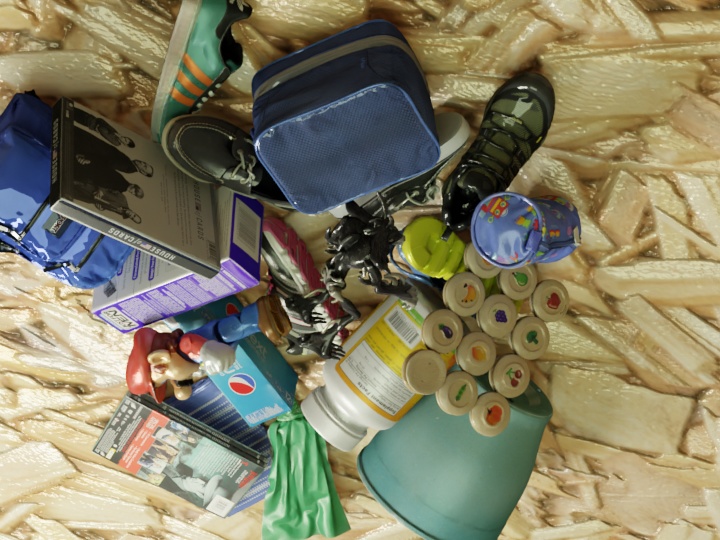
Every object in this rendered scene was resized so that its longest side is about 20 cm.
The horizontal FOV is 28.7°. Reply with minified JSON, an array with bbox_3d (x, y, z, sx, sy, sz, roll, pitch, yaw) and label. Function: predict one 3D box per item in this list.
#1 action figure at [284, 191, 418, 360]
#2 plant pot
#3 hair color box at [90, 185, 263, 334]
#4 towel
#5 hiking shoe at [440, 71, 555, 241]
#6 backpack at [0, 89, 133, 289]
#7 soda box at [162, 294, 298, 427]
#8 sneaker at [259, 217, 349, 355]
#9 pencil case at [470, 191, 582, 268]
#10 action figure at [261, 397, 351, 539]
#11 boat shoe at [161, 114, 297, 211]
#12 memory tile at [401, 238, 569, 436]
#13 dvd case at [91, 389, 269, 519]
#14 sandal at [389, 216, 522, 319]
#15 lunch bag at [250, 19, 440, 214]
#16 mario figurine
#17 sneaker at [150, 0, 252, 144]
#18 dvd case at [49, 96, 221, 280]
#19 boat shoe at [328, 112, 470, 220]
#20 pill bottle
[{"bbox_3d":[0.000,0.000,1.544,0.102,0.119,0.200,3,136,-42],"label":"action figure"},{"bbox_3d":[0.128,0.204,1.692,0.200,0.200,0.188,28,107,-13],"label":"plant pot"},{"bbox_3d":[-0.207,-0.013,1.598,0.200,0.110,0.065,-18,141,26],"label":"hair color box"},{"bbox_3d":[-0.184,0.230,1.840,0.145,0.024,0.200,-31,118,22],"label":"towel"},{"bbox_3d":[0.148,-0.117,1.509,0.076,0.101,0.200,25,123,-5],"label":"hiking shoe"},{"bbox_3d":[-0.332,-0.071,1.533,0.200,0.168,0.163,35,98,-17],"label":"backpack"},{"bbox_3d":[-0.158,0.093,1.709,0.064,0.068,0.200,-24,119,22],"label":"soda box"},{"bbox_3d":[-0.088,0.028,1.653,0.087,0.074,0.200,-21,125,12],"label":"sneaker"},{"bbox_3d":[0.182,-0.043,1.505,0.087,0.200,0.078,20,99,19],"label":"pencil case"},{"bbox_3d":[-0.080,0.250,1.809,0.118,0.055,0.200,-9,112,-10],"label":"action figure"},{"bbox_3d":[-0.121,-0.116,1.525,0.200,0.063,0.073,24,83,-37],"label":"boat shoe"},{"bbox_3d":[0.143,0.072,1.579,0.153,0.017,0.200,34,77,-21],"label":"memory tile"},{"bbox_3d":[-0.233,0.237,1.808,0.200,0.022,0.146,29,134,-7],"label":"dvd case"},{"bbox_3d":[0.107,-0.001,1.622,0.200,0.080,0.087,37,162,-29],"label":"sandal"},{"bbox_3d":[-0.024,-0.163,1.482,0.200,0.133,0.136,-19,133,15],"label":"lunch bag"},{"bbox_3d":[-0.172,0.102,1.603,0.200,0.106,0.123,-22,144,11],"label":"mario figurine"},{"bbox_3d":[-0.171,-0.210,1.501,0.080,0.071,0.200,16,128,-8],"label":"sneaker"},{"bbox_3d":[-0.236,-0.086,1.484,0.200,0.151,0.025,27,128,-35],"label":"dvd case"},{"bbox_3d":[0.052,-0.101,1.551,0.199,0.074,0.068,-34,121,28],"label":"boat shoe"},{"bbox_3d":[0.027,0.114,1.642,0.111,0.111,0.200,40,102,-20],"label":"pill bottle"}]
